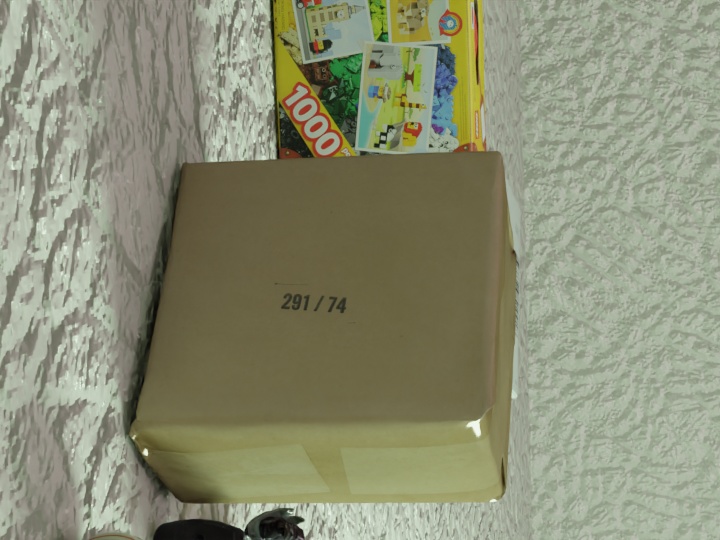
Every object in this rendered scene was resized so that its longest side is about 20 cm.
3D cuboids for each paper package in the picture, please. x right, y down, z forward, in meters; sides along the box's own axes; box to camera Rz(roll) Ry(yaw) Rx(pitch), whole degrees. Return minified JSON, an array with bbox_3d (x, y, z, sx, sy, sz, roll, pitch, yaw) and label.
[{"bbox_3d":[-0.013,0.032,0.943,0.104,0.199,0.191,73,19,-55],"label":"paper package"}]

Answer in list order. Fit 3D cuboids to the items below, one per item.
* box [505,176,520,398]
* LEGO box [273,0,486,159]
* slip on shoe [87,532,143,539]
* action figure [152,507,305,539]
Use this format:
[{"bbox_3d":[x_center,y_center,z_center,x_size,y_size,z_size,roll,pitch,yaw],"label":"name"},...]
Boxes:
[{"bbox_3d":[0.080,0.013,1.566,0.200,0.130,0.200,44,46,-73],"label":"box"},{"bbox_3d":[0.015,-0.172,1.217,0.077,0.148,0.201,-34,122,-76],"label":"LEGO box"},{"bbox_3d":[-0.108,0.225,0.794,0.061,0.074,0.201,-3,87,-81],"label":"slip on shoe"},{"bbox_3d":[-0.069,0.205,0.989,0.200,0.069,0.131,64,22,-71],"label":"action figure"}]
